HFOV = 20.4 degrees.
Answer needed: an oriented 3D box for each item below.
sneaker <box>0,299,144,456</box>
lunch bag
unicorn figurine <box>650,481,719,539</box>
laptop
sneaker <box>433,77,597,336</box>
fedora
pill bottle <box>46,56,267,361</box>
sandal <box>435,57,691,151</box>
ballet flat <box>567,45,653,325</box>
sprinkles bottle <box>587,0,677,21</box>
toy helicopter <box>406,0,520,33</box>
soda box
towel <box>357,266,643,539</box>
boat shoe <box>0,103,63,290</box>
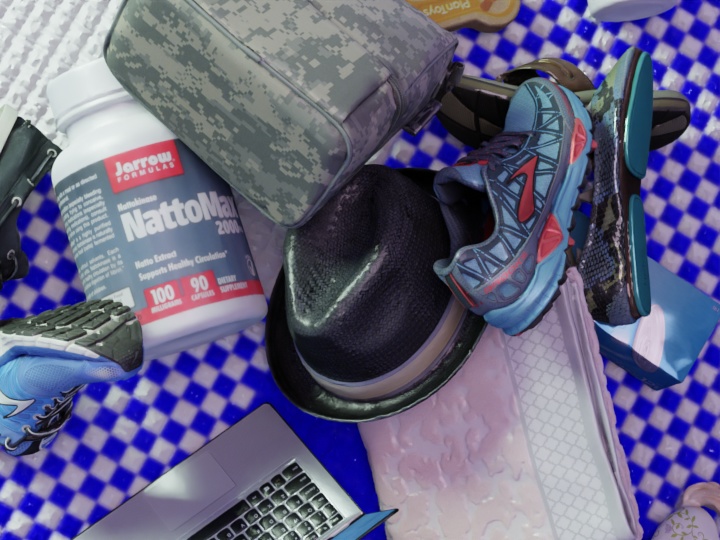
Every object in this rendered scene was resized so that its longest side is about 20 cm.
[{"bbox_3d":[-0.210,0.074,1.348,0.078,0.200,0.090,-24,99,-44],"label":"sneaker"},{"bbox_3d":[-0.045,-0.152,1.339,0.200,0.139,0.168,41,56,2],"label":"lunch bag"},{"bbox_3d":[0.217,0.236,1.441,0.137,0.074,0.200,37,63,8],"label":"unicorn figurine"},{"bbox_3d":[-0.095,0.175,1.326,0.187,0.116,0.200,-34,54,-13],"label":"laptop"},{"bbox_3d":[0.099,-0.060,1.353,0.095,0.079,0.201,27,53,-22],"label":"sneaker"},{"bbox_3d":[0.000,0.000,1.382,0.200,0.092,0.201,-14,55,21],"label":"fedora"},{"bbox_3d":[-0.148,-0.045,1.394,0.119,0.120,0.201,-17,84,-11],"label":"pill bottle"},{"bbox_3d":[0.147,-0.125,1.486,0.200,0.080,0.058,2,64,-17],"label":"sandal"},{"bbox_3d":[0.170,-0.061,1.415,0.074,0.074,0.201,5,77,-8],"label":"ballet flat"},{"bbox_3d":[0.193,-0.293,1.517,0.068,0.068,0.201,-6,82,-10],"label":"sprinkles bottle"},{"bbox_3d":[0.033,-0.173,1.471,0.199,0.079,0.133,-16,79,-23],"label":"toy helicopter"},{"bbox_3d":[0.161,0.005,1.466,0.200,0.064,0.068,33,77,-2],"label":"soda box"},{"bbox_3d":[0.087,0.115,1.403,0.190,0.032,0.201,-17,84,26],"label":"towel"},{"bbox_3d":[-0.257,-0.020,1.387,0.066,0.074,0.200,29,52,-19],"label":"boat shoe"}]
